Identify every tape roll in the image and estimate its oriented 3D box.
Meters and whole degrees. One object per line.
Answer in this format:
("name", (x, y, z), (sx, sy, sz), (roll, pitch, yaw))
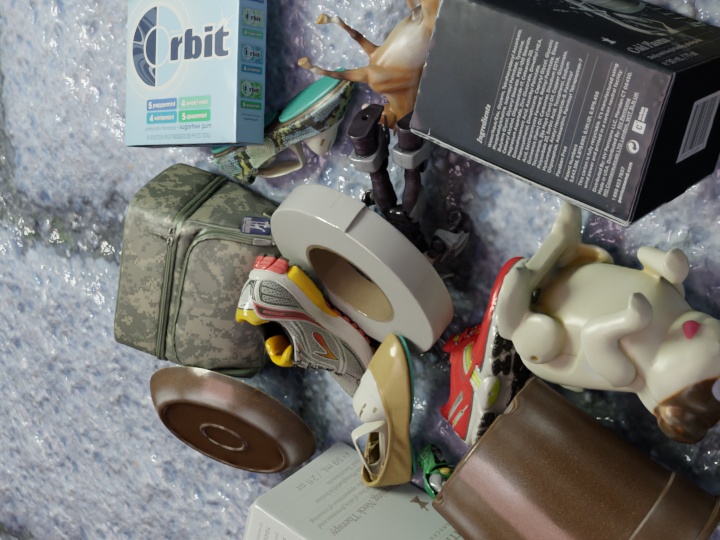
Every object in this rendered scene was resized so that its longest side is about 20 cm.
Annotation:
("tape roll", (0.000, 0.000, 1.211), (0.202, 0.037, 0.203), (35, 160, 15))

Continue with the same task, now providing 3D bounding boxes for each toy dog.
("toy dog", (0.229, 0.066, 1.080), (0.198, 0.139, 0.196), (24, 132, 27))

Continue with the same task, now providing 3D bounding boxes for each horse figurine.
("horse figurine", (0.036, -0.223, 1.147), (0.131, 0.050, 0.201), (25, 116, -23))

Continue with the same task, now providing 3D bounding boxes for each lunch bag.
("lunch bag", (-0.159, 0.004, 1.342), (0.166, 0.140, 0.202), (19, 119, 10))

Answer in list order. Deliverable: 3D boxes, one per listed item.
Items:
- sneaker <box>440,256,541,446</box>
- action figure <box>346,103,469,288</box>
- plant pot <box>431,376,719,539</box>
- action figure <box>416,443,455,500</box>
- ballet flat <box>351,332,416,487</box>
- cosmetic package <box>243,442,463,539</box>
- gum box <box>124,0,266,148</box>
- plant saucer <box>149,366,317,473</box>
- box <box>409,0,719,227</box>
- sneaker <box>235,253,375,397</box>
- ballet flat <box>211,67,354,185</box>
("sneaker", (0.117, 0.074, 1.204), (0.085, 0.076, 0.202), (34, 119, 40))
("action figure", (0.041, -0.060, 1.210), (0.128, 0.070, 0.202), (11, 129, 21))
("plant pot", (0.182, 0.213, 1.112), (0.198, 0.200, 0.201), (40, 125, 12))
("action figure", (0.124, 0.250, 1.254), (0.200, 0.118, 0.055), (45, 103, 24))
("ballet flat", (0.022, 0.150, 1.261), (0.069, 0.062, 0.202), (-118, 18, -48))
("cosmetic package", (-0.004, 0.320, 1.315), (0.198, 0.167, 0.168), (27, 120, 24))
("gum box", (-0.168, -0.227, 1.279), (0.168, 0.044, 0.203), (3, 93, 40))
("plant saucer", (-0.145, 0.171, 1.377), (0.198, 0.032, 0.201), (18, 150, 11))
("box", (0.178, -0.146, 0.998), (0.195, 0.199, 0.125), (25, 117, 26))
("sneaker", (-0.058, 0.072, 1.280), (0.077, 0.083, 0.200), (4, 146, 49))
("ballet flat", (-0.064, -0.139, 1.271), (0.199, 0.074, 0.075), (-21, 94, 40))
